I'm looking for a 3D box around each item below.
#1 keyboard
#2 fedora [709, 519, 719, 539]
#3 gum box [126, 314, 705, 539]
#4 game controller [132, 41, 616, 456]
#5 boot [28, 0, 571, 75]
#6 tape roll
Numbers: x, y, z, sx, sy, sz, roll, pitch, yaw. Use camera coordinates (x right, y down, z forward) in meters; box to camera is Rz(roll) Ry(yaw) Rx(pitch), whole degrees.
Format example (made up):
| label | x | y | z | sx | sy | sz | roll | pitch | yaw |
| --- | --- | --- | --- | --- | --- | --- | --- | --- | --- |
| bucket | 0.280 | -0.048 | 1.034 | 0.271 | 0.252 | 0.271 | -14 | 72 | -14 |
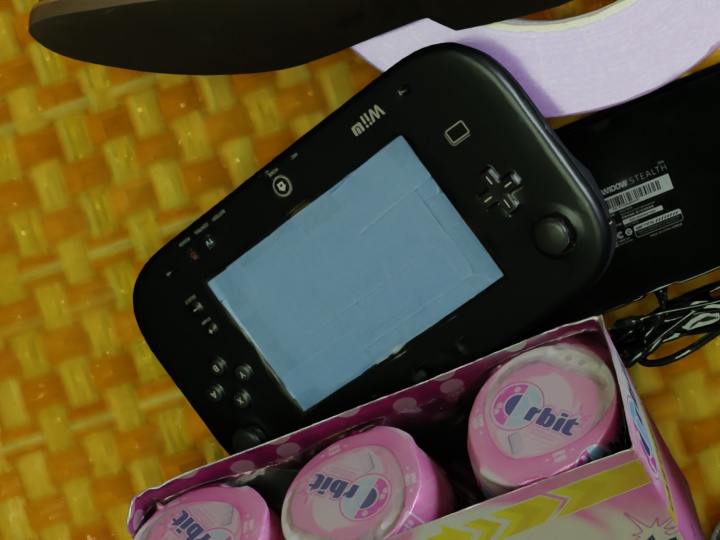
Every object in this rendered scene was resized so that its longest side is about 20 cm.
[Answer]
| label | x | y | z | sx | sy | sz | roll | pitch | yaw |
| --- | --- | --- | --- | --- | --- | --- | --- | --- | --- |
| keyboard | 0.109 | -0.011 | 0.867 | 0.199 | 0.040 | 0.104 | -22 | 70 | 13 |
| fedora | 0.220 | 0.145 | 0.829 | 0.200 | 0.090 | 0.177 | 35 | 101 | 4 |
| gum box | 0.020 | 0.107 | 0.843 | 0.199 | 0.066 | 0.114 | -22 | 136 | 11 |
| game controller | 0.000 | 0.000 | 0.841 | 0.200 | 0.042 | 0.104 | -36 | 100 | 34 |
| boot | -0.020 | -0.117 | 0.795 | 0.199 | 0.074 | 0.076 | -10 | 77 | 7 |
| tape roll | 0.066 | -0.157 | 0.833 | 0.199 | 0.066 | 0.201 | 1 | 96 | 10 |
